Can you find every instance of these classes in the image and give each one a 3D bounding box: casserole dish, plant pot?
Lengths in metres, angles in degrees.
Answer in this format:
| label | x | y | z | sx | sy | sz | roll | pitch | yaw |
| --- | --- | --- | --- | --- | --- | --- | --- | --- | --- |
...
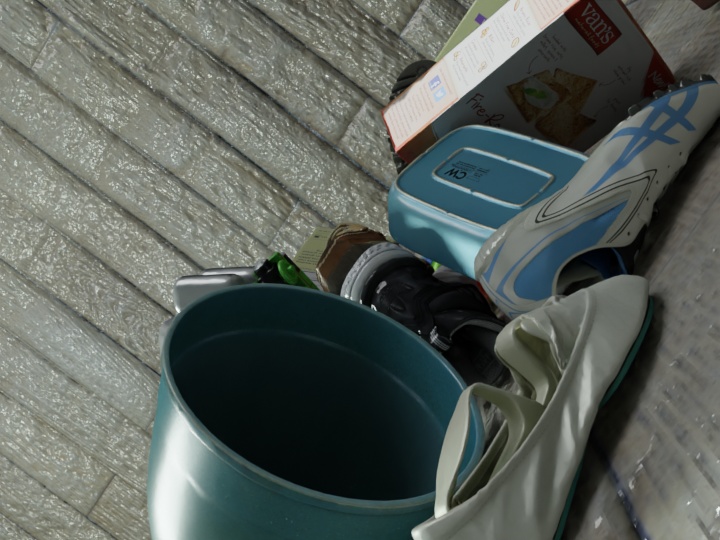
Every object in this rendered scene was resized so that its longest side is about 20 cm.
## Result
| label | x | y | z | sx | sy | sz | roll | pitch | yaw |
| --- | --- | --- | --- | --- | --- | --- | --- | --- | --- |
| casserole dish | 0.096 | -0.052 | 0.689 | 0.121 | 0.039 | 0.199 | -39 | 36 | -19 |
| plant pot | -0.046 | 0.144 | 0.616 | 0.201 | 0.197 | 0.191 | -59 | -10 | -63 |

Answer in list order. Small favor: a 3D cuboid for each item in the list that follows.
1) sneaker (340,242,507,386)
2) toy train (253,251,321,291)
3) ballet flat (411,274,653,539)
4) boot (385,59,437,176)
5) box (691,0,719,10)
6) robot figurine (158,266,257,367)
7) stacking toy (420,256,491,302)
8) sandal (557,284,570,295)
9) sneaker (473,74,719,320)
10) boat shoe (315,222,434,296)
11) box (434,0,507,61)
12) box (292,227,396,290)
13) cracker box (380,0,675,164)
| label | x | y | z | sx | sy | sz | roll | pitch | yaw |
| --- | --- | --- | --- | --- | --- | --- | --- | --- | --- |
| sneaker | 0.072 | 0.049 | 0.747 | 0.076 | 0.114 | 0.199 | -55 | -33 | 9 |
| toy train | -0.014 | 0.061 | 0.811 | 0.041 | 0.200 | 0.057 | -37 | 14 | 20 |
| ballet flat | 0.083 | 0.061 | 0.464 | 0.201 | 0.069 | 0.070 | -57 | 3 | -34 |
| boot | 0.078 | -0.102 | 0.992 | 0.200 | 0.071 | 0.186 | -4 | -85 | -74 |
| box | 0.282 | -0.339 | 0.740 | 0.166 | 0.165 | 0.200 | -54 | 3 | -9 |
| robot figurine | -0.108 | 0.101 | 0.825 | 0.169 | 0.111 | 0.205 | -21 | -72 | -64 |
| stacking toy | 0.097 | 0.007 | 0.901 | 0.086 | 0.085 | 0.200 | -55 | 9 | -25 |
| sandal | 0.136 | -0.034 | 0.740 | 0.080 | 0.059 | 0.207 | -53 | 3 | 35 |
| sneaker | 0.153 | -0.040 | 0.586 | 0.199 | 0.073 | 0.072 | -42 | -12 | -15 |
| boat shoe | 0.000 | 0.000 | 0.811 | 0.076 | 0.073 | 0.200 | -54 | -17 | 4 |
| box | 0.192 | -0.253 | 1.215 | 0.201 | 0.175 | 0.097 | -53 | 3 | 31 |
| box | -0.030 | 0.080 | 1.014 | 0.200 | 0.095 | 0.180 | -57 | -28 | -61 |
| cracker box | 0.133 | -0.138 | 0.785 | 0.199 | 0.133 | 0.058 | -38 | 45 | 21 |
